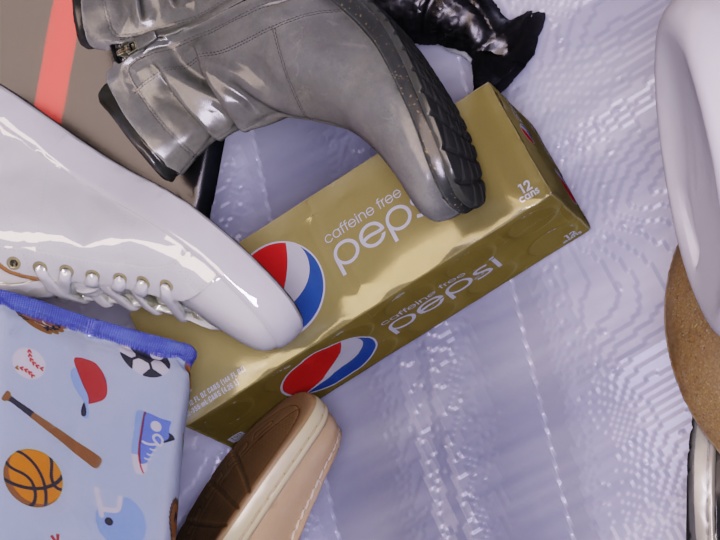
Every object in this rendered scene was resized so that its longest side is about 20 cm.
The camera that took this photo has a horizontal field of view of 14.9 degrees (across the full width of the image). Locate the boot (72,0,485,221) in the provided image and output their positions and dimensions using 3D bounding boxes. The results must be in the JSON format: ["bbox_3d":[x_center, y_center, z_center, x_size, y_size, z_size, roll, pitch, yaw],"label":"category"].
[{"bbox_3d":[-0.038,-0.076,1.210,0.130,0.068,0.201,-35,66,8],"label":"boot"}]

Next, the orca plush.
[{"bbox_3d":[-0.018,-0.135,1.286,0.200,0.071,0.105,36,91,23],"label":"orca plush"}]

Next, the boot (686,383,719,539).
[{"bbox_3d":[0.215,0.121,1.148,0.153,0.074,0.205,-3,72,12],"label":"boot"}]

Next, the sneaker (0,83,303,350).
[{"bbox_3d":[-0.119,-0.004,1.210,0.199,0.073,0.085,31,77,21],"label":"sneaker"}]

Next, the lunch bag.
[{"bbox_3d":[-0.156,0.135,1.212,0.200,0.123,0.171,-45,33,47],"label":"lunch bag"}]

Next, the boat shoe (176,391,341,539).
[{"bbox_3d":[-0.056,0.151,1.245,0.064,0.071,0.201,29,94,-15],"label":"boat shoe"}]

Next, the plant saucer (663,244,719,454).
[{"bbox_3d":[0.227,0.013,1.144,0.199,0.035,0.201,-1,63,2],"label":"plant saucer"}]

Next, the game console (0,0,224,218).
[{"bbox_3d":[-0.140,-0.106,1.278,0.176,0.031,0.201,10,87,10],"label":"game console"}]

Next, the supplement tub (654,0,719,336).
[{"bbox_3d":[0.225,-0.054,1.077,0.199,0.145,0.146,-9,74,-3],"label":"supplement tub"}]

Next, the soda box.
[{"bbox_3d":[0.000,0.000,1.250,0.199,0.068,0.064,-33,68,10],"label":"soda box"}]
